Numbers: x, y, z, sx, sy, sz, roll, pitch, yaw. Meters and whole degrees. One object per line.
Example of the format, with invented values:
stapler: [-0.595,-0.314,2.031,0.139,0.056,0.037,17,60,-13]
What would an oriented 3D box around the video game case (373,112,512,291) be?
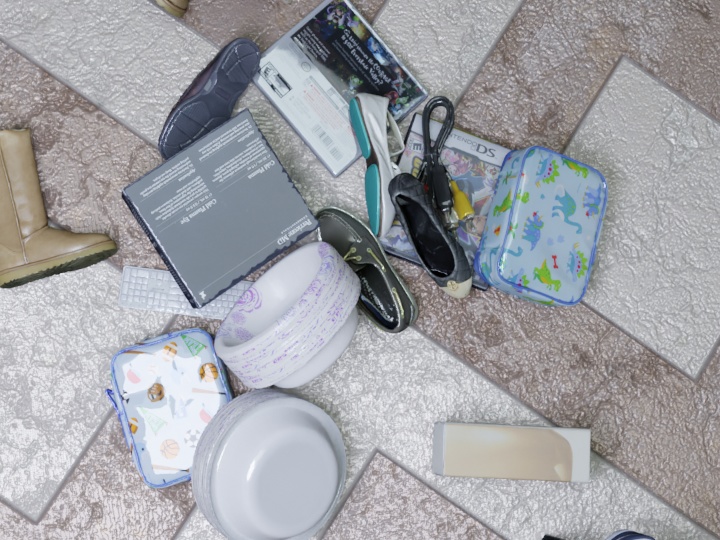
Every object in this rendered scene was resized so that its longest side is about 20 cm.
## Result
video game case: [0.125,-0.097,1.624,0.178,0.026,0.203,20,81,-3]

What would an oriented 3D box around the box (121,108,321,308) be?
box: [-0.187,-0.079,1.537,0.199,0.104,0.184,-34,95,-11]

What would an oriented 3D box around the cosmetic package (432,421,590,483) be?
cosmetic package: [0.199,0.242,1.549,0.196,0.105,0.072,3,83,-3]

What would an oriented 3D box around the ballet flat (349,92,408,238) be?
ballet flat: [0.033,-0.148,1.583,0.068,0.069,0.203,-9,81,-6]

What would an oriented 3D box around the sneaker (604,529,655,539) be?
sneaker: [0.285,0.391,1.383,0.070,0.109,0.200,42,77,2]

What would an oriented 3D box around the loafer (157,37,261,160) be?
loafer: [-0.211,-0.235,1.601,0.072,0.063,0.201,37,90,-28]

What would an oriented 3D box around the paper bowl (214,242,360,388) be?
paper bowl: [-0.083,0.069,1.487,0.201,0.200,0.105,-45,111,-9]

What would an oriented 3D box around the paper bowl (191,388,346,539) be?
paper bowl: [-0.107,0.259,1.479,0.198,0.104,0.204,-3,97,-30]

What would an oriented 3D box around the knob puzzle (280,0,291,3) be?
knob puzzle: [-0.125,-0.483,1.566,0.030,0.219,0.224,1,82,22]

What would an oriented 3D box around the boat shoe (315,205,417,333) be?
boat shoe: [0.002,-0.002,1.574,0.072,0.060,0.203,-38,87,21]

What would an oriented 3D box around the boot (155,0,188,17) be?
boot: [-0.234,-0.474,1.570,0.199,0.066,0.176,-37,87,20]

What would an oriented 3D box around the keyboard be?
keyboard: [-0.229,0.034,1.582,0.196,0.011,0.057,7,82,-4]

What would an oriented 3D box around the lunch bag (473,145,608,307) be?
lunch bag: [0.252,-0.056,1.590,0.159,0.082,0.203,17,82,-21]

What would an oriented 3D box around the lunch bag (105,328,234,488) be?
lunch bag: [-0.247,0.178,1.532,0.158,0.076,0.203,-17,85,-5]

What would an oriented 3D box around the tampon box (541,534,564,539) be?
tampon box: [0.300,0.461,1.505,0.199,0.150,0.127,38,79,1]

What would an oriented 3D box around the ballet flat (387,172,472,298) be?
ballet flat: [0.089,-0.039,1.549,0.066,0.057,0.201,-20,115,28]

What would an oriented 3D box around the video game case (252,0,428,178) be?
video game case: [-0.033,-0.264,1.633,0.181,0.023,0.200,-41,87,-8]

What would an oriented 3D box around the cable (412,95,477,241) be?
cable: [0.101,-0.137,1.605,0.096,0.050,0.203,-11,72,11]

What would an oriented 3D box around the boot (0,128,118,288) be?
boot: [-0.432,-0.095,1.554,0.172,0.066,0.203,-15,83,-7]
